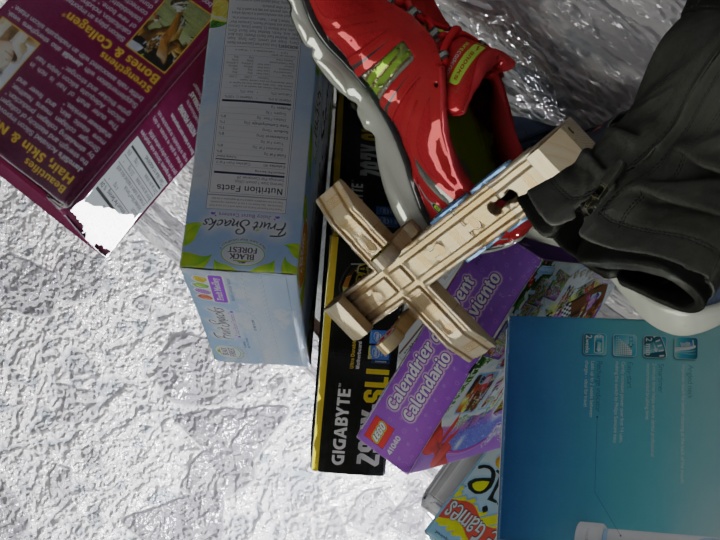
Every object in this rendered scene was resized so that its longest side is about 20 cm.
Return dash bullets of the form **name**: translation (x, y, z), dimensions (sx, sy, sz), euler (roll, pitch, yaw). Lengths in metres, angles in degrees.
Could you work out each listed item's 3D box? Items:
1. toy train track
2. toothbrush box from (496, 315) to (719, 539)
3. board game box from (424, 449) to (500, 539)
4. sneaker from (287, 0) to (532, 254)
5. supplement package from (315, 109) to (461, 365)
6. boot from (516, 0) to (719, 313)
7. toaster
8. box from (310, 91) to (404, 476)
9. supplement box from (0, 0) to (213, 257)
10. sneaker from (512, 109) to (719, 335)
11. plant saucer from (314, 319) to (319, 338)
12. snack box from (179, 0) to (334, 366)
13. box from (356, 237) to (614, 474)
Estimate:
- **toy train track**: translation (0.039, -0.009, 0.700), dimensions (0.115, 0.033, 0.200), euler (46, 138, -6)
- **toothbrush box**: translation (0.170, 0.105, 0.736), dimensions (0.199, 0.147, 0.085), euler (0, 161, 10)
- **board game box**: translation (0.152, 0.154, 1.099), dimensions (0.103, 0.200, 0.105), euler (36, 170, 17)
- **sneaker**: translation (0.034, -0.103, 0.709), dimensions (0.085, 0.077, 0.200), euler (-13, 109, 55)
- **supplement package**: translation (0.001, -0.019, 1.120), dimensions (0.200, 0.117, 0.117), euler (46, 167, -32)
- **boot**: translation (0.143, -0.036, 0.482), dimensions (0.068, 0.131, 0.200), euler (43, 170, -25)
- **toaster**: translation (0.156, 0.287, 1.888), dimensions (0.113, 0.129, 0.200), euler (34, 169, 23)
- **box**: translation (0.000, 0.000, 0.893), dimensions (0.049, 0.160, 0.200), euler (6, -149, -2)
- **supplement box**: translation (-0.159, -0.132, 0.957), dimensions (0.131, 0.200, 0.103), euler (37, 170, 16)
- **sneaker**: translation (0.118, -0.051, 0.728), dimensions (0.200, 0.075, 0.085), euler (38, 150, 47)
- **plant saucer**: translation (-0.054, -0.031, 1.322), dimensions (0.200, 0.032, 0.201), euler (159, 90, -80)
- **snack box**: translation (-0.054, -0.064, 0.846), dimensions (0.067, 0.201, 0.169), euler (2, 159, 2)
- **box**: translation (0.082, 0.043, 0.856), dimensions (0.039, 0.137, 0.200), euler (34, -169, 20)
